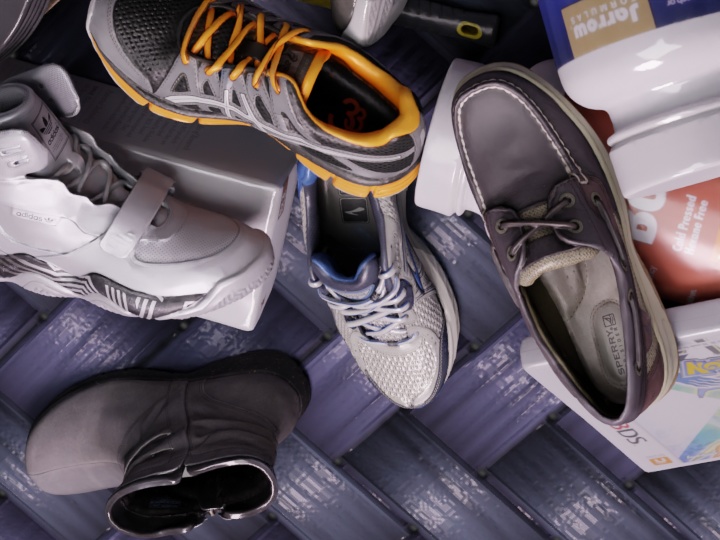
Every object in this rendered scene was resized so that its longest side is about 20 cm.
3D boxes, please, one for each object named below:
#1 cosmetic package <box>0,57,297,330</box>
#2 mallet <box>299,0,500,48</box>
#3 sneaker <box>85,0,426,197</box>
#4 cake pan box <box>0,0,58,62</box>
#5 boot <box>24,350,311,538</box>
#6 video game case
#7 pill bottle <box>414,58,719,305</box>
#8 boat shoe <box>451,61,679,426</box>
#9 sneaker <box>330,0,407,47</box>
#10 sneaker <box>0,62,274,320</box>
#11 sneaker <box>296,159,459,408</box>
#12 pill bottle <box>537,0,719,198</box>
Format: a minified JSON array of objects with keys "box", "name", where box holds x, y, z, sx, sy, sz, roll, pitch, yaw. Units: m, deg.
[{"box":[-0.141,-0.047,1.582,0.200,0.074,0.102,16,120,4],"name":"cosmetic package"},{"box":[-0.021,-0.163,1.512,0.200,0.041,0.066,6,117,6],"name":"mallet"},{"box":[-0.050,-0.109,1.462,0.200,0.078,0.077,23,163,-4],"name":"sneaker"},{"box":[-0.244,-0.200,1.501,0.184,0.052,0.200,-37,81,30],"name":"cake pan box"},{"box":[-0.132,0.113,1.630,0.200,0.132,0.070,-20,112,23],"name":"boot"},{"box":[0.215,0.060,1.506,0.200,0.022,0.182,-13,152,25],"name":"video game case"},{"box":[0.136,-0.050,1.483,0.200,0.112,0.112,15,120,6],"name":"pill bottle"},{"box":[0.104,-0.012,1.406,0.072,0.065,0.200,-21,99,19],"name":"boat shoe"},{"box":[-0.009,-0.221,1.459,0.082,0.077,0.200,10,108,21],"name":"sneaker"},{"box":[-0.147,-0.043,1.490,0.200,0.075,0.115,9,132,13],"name":"sneaker"},{"box":[0.000,0.000,1.562,0.077,0.085,0.200,-9,116,19],"name":"sneaker"},{"box":[0.149,-0.145,1.384,0.120,0.120,0.200,-18,85,22],"name":"pill bottle"}]
